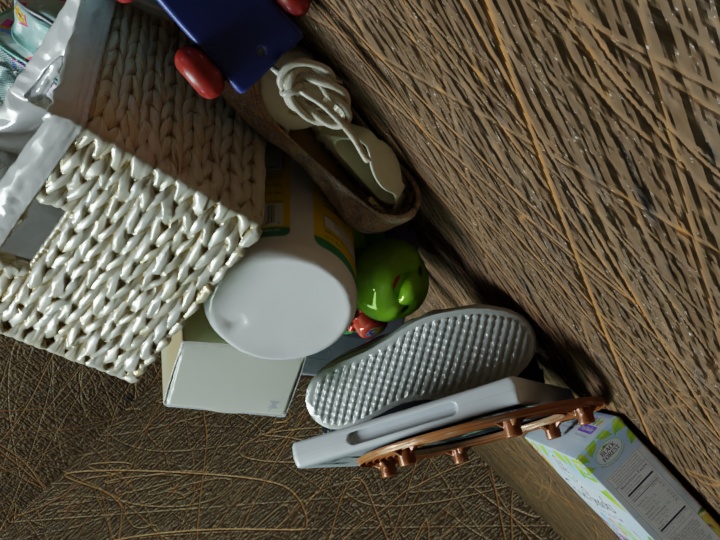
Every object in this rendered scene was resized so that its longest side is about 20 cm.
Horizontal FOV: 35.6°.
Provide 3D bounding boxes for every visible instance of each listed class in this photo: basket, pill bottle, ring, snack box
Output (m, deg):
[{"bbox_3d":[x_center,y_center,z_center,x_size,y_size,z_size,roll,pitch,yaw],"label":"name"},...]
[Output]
[{"bbox_3d":[-0.179,-0.066,0.793,0.160,0.198,0.201,27,-146,-27],"label":"basket"},{"bbox_3d":[-0.061,-0.040,0.863,0.113,0.112,0.201,50,-156,-38],"label":"pill bottle"},{"bbox_3d":[0.095,0.132,0.869,0.201,0.198,0.019,66,-171,-76],"label":"ring"},{"bbox_3d":[0.221,0.183,0.944,0.142,0.053,0.200,48,175,1],"label":"snack box"}]

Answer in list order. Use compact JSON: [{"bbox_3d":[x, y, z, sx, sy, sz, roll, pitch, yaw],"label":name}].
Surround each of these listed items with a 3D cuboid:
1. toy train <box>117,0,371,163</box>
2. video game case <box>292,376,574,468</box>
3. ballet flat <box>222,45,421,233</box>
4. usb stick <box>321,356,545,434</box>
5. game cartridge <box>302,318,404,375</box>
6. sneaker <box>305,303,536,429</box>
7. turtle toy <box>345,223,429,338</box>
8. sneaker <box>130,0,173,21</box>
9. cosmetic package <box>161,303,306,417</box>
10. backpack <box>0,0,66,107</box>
[{"bbox_3d":[-0.074,-0.143,0.677,0.200,0.085,0.116,48,179,-19],"label":"toy train"},{"bbox_3d":[0.066,0.123,0.895,0.200,0.180,0.024,21,-128,-66],"label":"video game case"},{"bbox_3d":[-0.024,-0.102,0.766,0.200,0.068,0.067,43,158,-30],"label":"ballet flat"},{"bbox_3d":[0.064,0.114,0.976,0.055,0.198,0.033,-31,-75,-84],"label":"usb stick"},{"bbox_3d":[-0.050,0.033,1.080,0.198,0.135,0.040,11,173,-23],"label":"game cartridge"},{"bbox_3d":[0.058,0.066,0.931,0.114,0.199,0.073,-27,-81,-66],"label":"sneaker"},{"bbox_3d":[0.000,0.000,0.975,0.100,0.147,0.200,23,179,-9],"label":"turtle toy"},{"bbox_3d":[-0.169,-0.244,0.718,0.200,0.074,0.082,47,178,-13],"label":"sneaker"},{"bbox_3d":[-0.111,0.022,0.930,0.104,0.072,0.201,7,-143,-20],"label":"cosmetic package"},{"bbox_3d":[-0.200,-0.171,0.960,0.200,0.176,0.154,42,140,4],"label":"backpack"}]
